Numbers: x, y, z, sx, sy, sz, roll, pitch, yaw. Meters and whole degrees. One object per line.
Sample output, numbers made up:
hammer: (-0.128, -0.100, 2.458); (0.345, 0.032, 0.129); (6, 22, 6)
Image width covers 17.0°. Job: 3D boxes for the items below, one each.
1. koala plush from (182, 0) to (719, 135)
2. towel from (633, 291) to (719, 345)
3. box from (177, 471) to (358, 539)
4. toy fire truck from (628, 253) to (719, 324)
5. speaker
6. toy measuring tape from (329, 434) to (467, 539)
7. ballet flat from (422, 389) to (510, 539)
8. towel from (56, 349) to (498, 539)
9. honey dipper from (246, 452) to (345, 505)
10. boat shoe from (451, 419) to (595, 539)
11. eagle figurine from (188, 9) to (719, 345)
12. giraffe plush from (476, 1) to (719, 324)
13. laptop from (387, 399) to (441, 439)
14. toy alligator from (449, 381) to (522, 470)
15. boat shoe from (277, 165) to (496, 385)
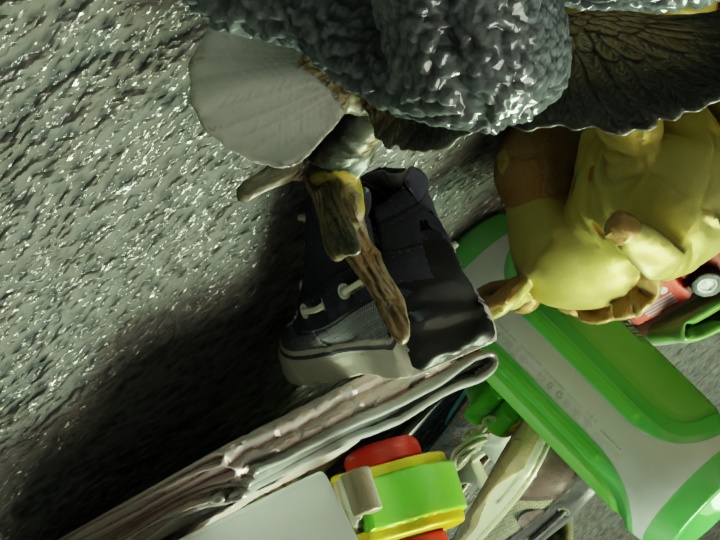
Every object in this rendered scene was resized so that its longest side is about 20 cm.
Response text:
koala plush: (0.019, -0.176, 0.733); (0.177, 0.183, 0.201); (-36, 140, -48)
towel: (0.214, 0.019, 1.536); (0.149, 0.031, 0.200); (-31, -173, -20)
box: (-0.089, 0.189, 1.196); (0.124, 0.098, 0.200); (-24, 174, -35)
toy fire truck: (0.174, -0.043, 1.396); (0.200, 0.049, 0.141); (-29, 131, 22)
speaker: (0.125, 0.061, 1.329); (0.088, 0.200, 0.089); (-39, 160, -16)
toy measuring tape: (0.022, 0.114, 1.226); (0.074, 0.074, 0.200); (-41, 172, -9)
ballet flat: (0.076, 0.123, 1.566); (0.200, 0.067, 0.068); (-53, 161, 23)
towel: (-0.050, 0.098, 1.217); (0.200, 0.032, 0.191); (-24, 175, -44)
honey dipper: (0.003, 0.086, 1.389); (0.200, 0.038, 0.038); (-42, 161, -13)
boat shoe: (0.098, 0.155, 1.467); (0.072, 0.065, 0.200); (-55, 173, -32)
eagle figurine: (0.043, -0.095, 0.934); (0.200, 0.152, 0.151); (-36, -156, 28)
giraffe plush: (0.135, -0.044, 1.225); (0.172, 0.201, 0.162); (9, 158, -30)
laptop: (0.022, 0.181, 1.436); (0.200, 0.116, 0.187); (-51, 176, 26)
toy alligator: (0.085, 0.065, 1.444); (0.059, 0.054, 0.200); (-51, 169, 29)
boat shoe: (0.000, 0.000, 1.153); (0.074, 0.093, 0.200); (-22, -176, -22)
